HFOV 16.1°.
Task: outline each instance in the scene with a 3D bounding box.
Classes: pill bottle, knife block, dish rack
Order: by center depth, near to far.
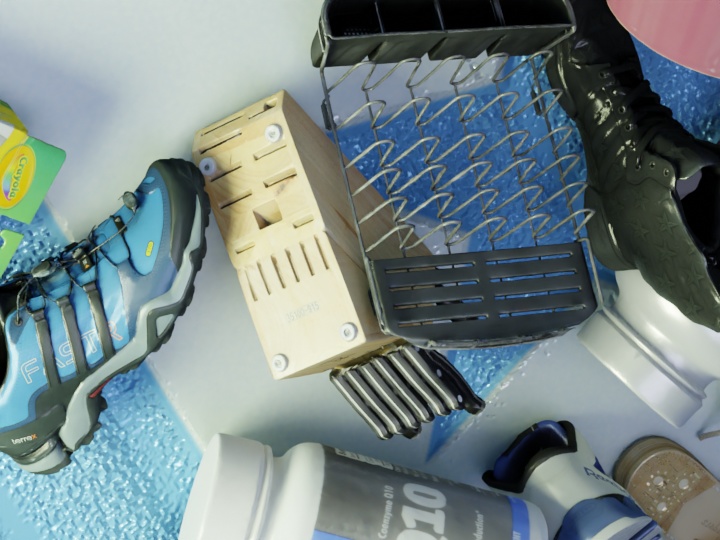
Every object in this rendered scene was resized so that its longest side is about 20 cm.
[{"bbox_3d":[0.058,-0.057,1.397,0.153,0.055,0.200,-6,72,-22],"label":"dish rack"},{"bbox_3d":[0.000,0.000,1.453,0.064,0.176,0.200,-24,84,25],"label":"knife block"},{"bbox_3d":[-0.002,0.165,1.485,0.200,0.114,0.114,16,109,-10],"label":"pill bottle"},{"bbox_3d":[0.226,-0.007,1.525,0.200,0.112,0.112,-49,124,4],"label":"pill bottle"}]

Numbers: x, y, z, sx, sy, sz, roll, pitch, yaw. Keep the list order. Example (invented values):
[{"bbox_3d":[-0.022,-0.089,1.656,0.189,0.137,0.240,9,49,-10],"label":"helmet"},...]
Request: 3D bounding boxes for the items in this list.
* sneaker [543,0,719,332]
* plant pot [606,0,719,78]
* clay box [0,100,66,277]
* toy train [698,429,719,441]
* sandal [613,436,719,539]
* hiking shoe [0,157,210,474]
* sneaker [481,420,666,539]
[{"bbox_3d":[0.169,-0.065,1.441,0.060,0.104,0.200,-17,100,-34],"label":"sneaker"},{"bbox_3d":[0.219,-0.210,1.386,0.200,0.200,0.179,-1,131,-24],"label":"plant pot"},{"bbox_3d":[-0.264,-0.058,1.318,0.200,0.048,0.115,24,103,-33],"label":"clay box"},{"bbox_3d":[0.285,0.034,1.590,0.085,0.200,0.116,29,61,-28],"label":"toy train"},{"bbox_3d":[0.252,0.181,1.657,0.212,0.070,0.078,33,99,-33],"label":"sandal"},{"bbox_3d":[-0.155,0.020,1.389,0.087,0.074,0.200,25,102,-33],"label":"hiking shoe"},{"bbox_3d":[0.140,0.154,1.590,0.081,0.115,0.199,-34,153,-3],"label":"sneaker"}]
